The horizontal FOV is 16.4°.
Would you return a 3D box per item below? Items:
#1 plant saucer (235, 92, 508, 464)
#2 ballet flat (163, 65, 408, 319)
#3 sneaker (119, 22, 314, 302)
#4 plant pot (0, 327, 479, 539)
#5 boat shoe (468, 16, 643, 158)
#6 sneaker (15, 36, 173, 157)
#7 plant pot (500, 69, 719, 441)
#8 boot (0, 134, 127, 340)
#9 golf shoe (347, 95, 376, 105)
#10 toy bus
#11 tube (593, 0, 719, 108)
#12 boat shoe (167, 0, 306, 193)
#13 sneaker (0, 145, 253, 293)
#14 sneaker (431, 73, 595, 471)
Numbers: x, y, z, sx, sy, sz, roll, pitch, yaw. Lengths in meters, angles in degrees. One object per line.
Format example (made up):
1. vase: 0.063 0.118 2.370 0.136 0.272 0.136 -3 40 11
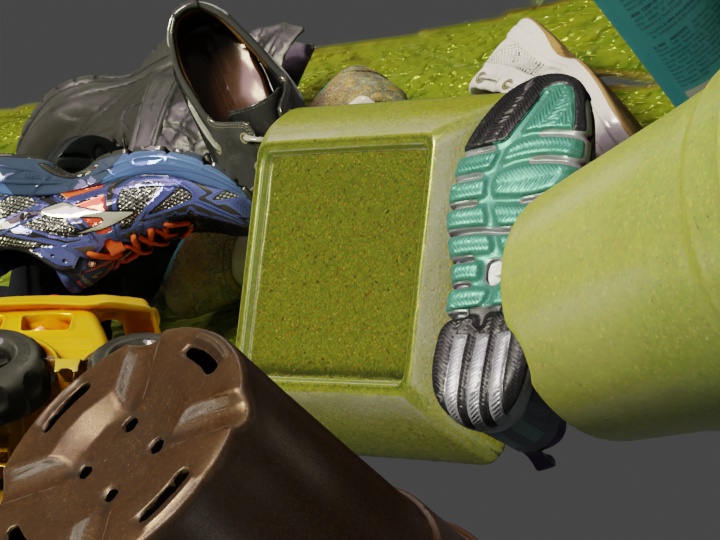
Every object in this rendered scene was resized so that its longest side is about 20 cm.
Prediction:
1. plant saucer: 0.000 0.000 1.370 0.200 0.048 0.200 0 81 45
2. ballet flat: -0.041 -0.043 1.546 0.200 0.071 0.071 -49 33 -12
3. sneaker: -0.098 -0.066 1.622 0.104 0.060 0.200 4 69 22
4. plant pot: -0.061 0.146 1.207 0.200 0.198 0.201 -27 35 21
5. boat shoe: 0.113 -0.082 1.427 0.069 0.071 0.200 -41 23 2
6. sneaker: -0.160 -0.094 1.724 0.200 0.076 0.091 -29 41 23
7. plant pot: 0.172 -0.002 1.173 0.184 0.200 0.201 -23 34 46
8. boot: -0.227 0.014 1.598 0.168 0.076 0.201 2 87 45
9. golf shoe: 0.039 -0.028 1.419 0.077 0.088 0.200 -39 33 -1
10. toy bus: -0.161 0.074 1.425 0.199 0.136 0.192 -2 28 1
11. tube: 0.159 -0.146 1.326 0.077 0.200 0.050 -46 33 -11
12. boat shoe: -0.057 -0.075 1.496 0.072 0.068 0.200 -30 71 -6
13. sneaker: -0.152 -0.024 1.475 0.199 0.075 0.079 -3 73 14
14. sneaker: 0.089 0.000 1.294 0.074 0.088 0.201 0 64 33
